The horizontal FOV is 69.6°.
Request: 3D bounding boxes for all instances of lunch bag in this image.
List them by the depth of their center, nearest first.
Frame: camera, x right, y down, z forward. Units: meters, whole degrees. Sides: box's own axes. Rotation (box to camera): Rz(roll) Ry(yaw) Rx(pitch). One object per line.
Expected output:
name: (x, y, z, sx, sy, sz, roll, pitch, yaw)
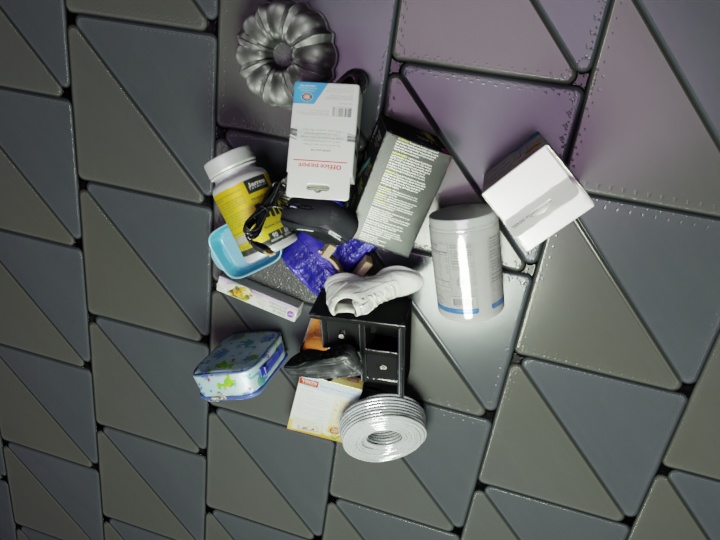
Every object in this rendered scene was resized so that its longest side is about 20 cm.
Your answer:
lunch bag: (-0.260, 0.210, 1.155, 0.160, 0.200, 0.083, -8, 108, 17)

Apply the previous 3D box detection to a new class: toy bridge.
toy bridge: (0.000, 0.000, 1.063, 0.199, 0.027, 0.067, 25, 123, -21)

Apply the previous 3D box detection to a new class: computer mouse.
computer mouse: (-0.112, -0.080, 0.887, 0.199, 0.046, 0.141, 25, 72, 22)

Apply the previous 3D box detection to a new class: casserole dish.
casserole dish: (-0.245, -0.058, 1.129, 0.199, 0.039, 0.122, -22, 103, 31)

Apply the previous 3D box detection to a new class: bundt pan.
bundt pan: (-0.147, -0.402, 0.970, 0.200, 0.076, 0.203, 5, 112, 13)

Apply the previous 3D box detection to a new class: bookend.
bookend: (0.005, 0.154, 1.101, 0.199, 0.092, 0.200, 7, 124, 12)

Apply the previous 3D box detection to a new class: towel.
towel: (-0.066, -0.046, 1.092, 0.148, 0.050, 0.200, 43, 114, -4)

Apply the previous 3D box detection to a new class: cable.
cable: (0.049, 0.353, 1.158, 0.199, 0.070, 0.200, -17, 134, 11)

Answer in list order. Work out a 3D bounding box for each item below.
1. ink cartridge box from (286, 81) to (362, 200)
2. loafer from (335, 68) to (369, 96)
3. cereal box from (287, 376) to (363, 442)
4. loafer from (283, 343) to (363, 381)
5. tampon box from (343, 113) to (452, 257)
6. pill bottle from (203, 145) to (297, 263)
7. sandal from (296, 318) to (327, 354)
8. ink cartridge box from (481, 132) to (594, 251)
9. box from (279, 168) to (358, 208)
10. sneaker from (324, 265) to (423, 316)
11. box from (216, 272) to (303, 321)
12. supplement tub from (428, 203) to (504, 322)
ink cartridge box: (-0.063, -0.219, 0.910, 0.115, 0.067, 0.202, 5, 88, 4)
loafer: (-0.064, -0.300, 0.990, 0.072, 0.063, 0.200, 42, 114, -2)
cereal box: (-0.084, 0.310, 1.201, 0.143, 0.040, 0.201, 16, 125, -2)
loafer: (-0.080, 0.202, 1.079, 0.200, 0.068, 0.071, -14, 114, 38)
tampon box: (0.061, -0.157, 0.948, 0.125, 0.150, 0.201, 18, 115, -12)
pill bottle: (-0.212, -0.127, 0.993, 0.114, 0.114, 0.201, -21, 101, 21)
sandal: (-0.110, 0.188, 1.185, 0.079, 0.059, 0.208, 15, 113, 10)
ink cartridge box: (0.295, -0.137, 0.879, 0.128, 0.200, 0.125, -39, 96, 23)
box: (-0.107, -0.171, 1.047, 0.200, 0.068, 0.082, -34, 97, 24)
sneaker: (0.028, 0.049, 1.023, 0.199, 0.100, 0.075, -9, 133, 6)
box: (-0.229, 0.058, 1.179, 0.199, 0.041, 0.039, 21, 115, 6)
supplement tub: (0.203, -0.015, 0.987, 0.131, 0.132, 0.201, -3, 108, 16)
